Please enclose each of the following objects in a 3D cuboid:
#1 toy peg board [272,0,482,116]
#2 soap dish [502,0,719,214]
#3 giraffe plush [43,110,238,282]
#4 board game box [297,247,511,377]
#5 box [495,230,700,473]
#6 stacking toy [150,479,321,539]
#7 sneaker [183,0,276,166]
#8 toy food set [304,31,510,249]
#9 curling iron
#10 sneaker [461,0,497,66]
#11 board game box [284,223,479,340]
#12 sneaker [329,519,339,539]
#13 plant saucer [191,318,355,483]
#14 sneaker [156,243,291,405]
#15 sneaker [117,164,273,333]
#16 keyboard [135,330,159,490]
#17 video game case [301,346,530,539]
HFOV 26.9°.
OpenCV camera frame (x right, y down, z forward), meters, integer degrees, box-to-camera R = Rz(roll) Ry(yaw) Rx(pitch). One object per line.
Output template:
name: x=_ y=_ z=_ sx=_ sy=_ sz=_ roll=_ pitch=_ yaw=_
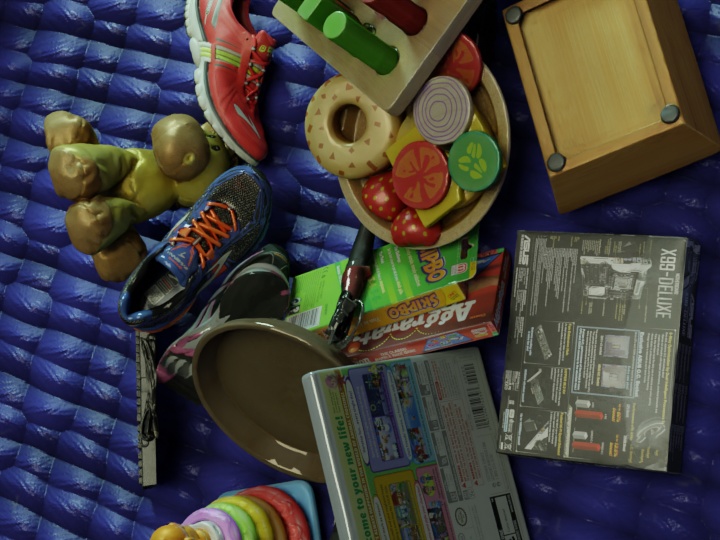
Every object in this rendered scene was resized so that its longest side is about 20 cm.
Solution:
toy peg board: x=0.008 y=-0.279 z=1.334 sx=0.200 sy=0.098 sz=0.200 roll=-54 pitch=51 yaw=10
soap dish: x=0.214 y=-0.172 z=1.323 sx=0.156 sy=0.081 sz=0.202 roll=-21 pitch=71 yaw=24
giraffe plush: x=-0.202 y=-0.090 z=1.494 sx=0.161 sy=0.200 sz=0.174 roll=-20 pitch=80 yaw=5
board game box: x=0.040 y=0.041 z=1.382 sx=0.199 sy=0.020 sz=0.103 roll=-15 pitch=37 yaw=25
box: x=0.206 y=0.068 z=1.305 sx=0.157 sy=0.050 sz=0.202 roll=2 pitch=83 yaw=28
stacking toy: x=-0.126 y=0.249 z=1.366 sx=0.115 sy=0.200 sz=0.111 roll=-13 pitch=76 yaw=25
sneaker: x=-0.121 y=-0.205 z=1.512 sx=0.084 sy=0.077 sz=0.202 roll=-21 pitch=73 yaw=18
toy food set: x=0.049 y=-0.120 z=1.359 sx=0.198 sy=0.048 sz=0.201 roll=-38 pitch=70 yaw=30
curling iron: x=0.000 y=0.000 z=1.376 sx=0.025 sy=0.201 sz=0.050 roll=27 pitch=127 yaw=-8
sneaker: x=0.060 y=-0.198 z=1.412 sx=0.115 sy=0.076 sz=0.202 roll=5 pitch=87 yaw=27
board game box: x=0.022 y=0.013 z=1.392 sx=0.199 sy=0.030 sz=0.096 roll=-21 pitch=33 yaw=22
sneaker: x=-0.004 y=0.275 z=1.355 sx=0.074 sy=0.085 sz=0.201 roll=20 pitch=97 yaw=2
plant saucer: x=-0.064 y=0.117 z=1.389 sx=0.199 sy=0.201 sz=0.030 roll=6 pitch=41 yaw=29
sneaker: x=-0.123 y=0.052 z=1.476 sx=0.080 sy=0.087 sz=0.200 roll=39 pitch=123 yaw=-13
sneaker: x=-0.154 y=-0.014 z=1.403 sx=0.075 sy=0.078 sz=0.200 roll=40 pitch=100 yaw=3
keyboard: x=-0.214 y=0.114 z=1.490 sx=0.020 sy=0.127 sz=0.202 roll=-1 pitch=79 yaw=-13
video game case: x=0.051 y=0.174 z=1.301 sx=0.022 sy=0.181 sz=0.202 roll=-32 pitch=69 yaw=55
